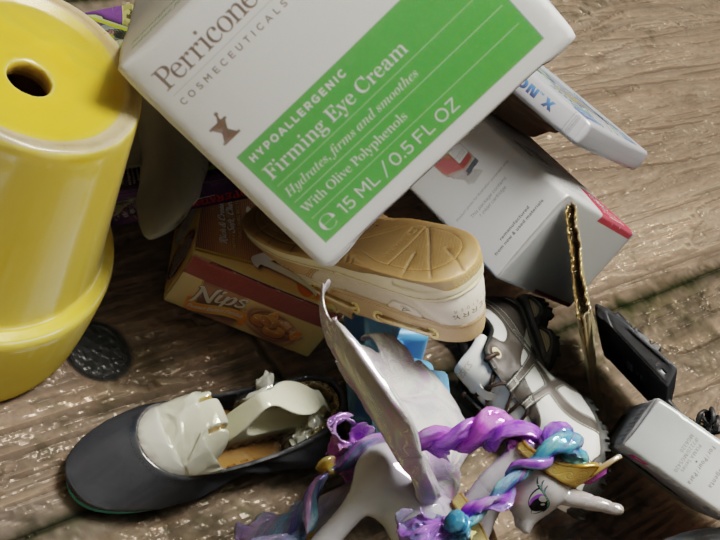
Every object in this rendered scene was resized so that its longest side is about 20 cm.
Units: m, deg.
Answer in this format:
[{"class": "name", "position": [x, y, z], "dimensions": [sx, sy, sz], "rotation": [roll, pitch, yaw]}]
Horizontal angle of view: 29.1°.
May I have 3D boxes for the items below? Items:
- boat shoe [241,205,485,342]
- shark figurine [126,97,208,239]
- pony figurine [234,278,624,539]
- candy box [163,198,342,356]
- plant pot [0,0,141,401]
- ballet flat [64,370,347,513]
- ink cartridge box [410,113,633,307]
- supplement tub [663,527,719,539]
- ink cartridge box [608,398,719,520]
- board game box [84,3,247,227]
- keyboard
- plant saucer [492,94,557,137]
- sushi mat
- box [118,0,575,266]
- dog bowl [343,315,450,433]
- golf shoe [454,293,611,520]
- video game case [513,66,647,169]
[{"class": "boat shoe", "position": [0.000, 0.000, 0.888], "dimensions": [0.074, 0.069, 0.200], "rotation": [-37, 37, -27]}, {"class": "shark figurine", "position": [-0.155, -0.126, 0.921], "dimensions": [0.128, 0.090, 0.214], "rotation": [-35, 59, -26]}, {"class": "pony figurine", "position": [0.022, 0.120, 0.777], "dimensions": [0.193, 0.200, 0.166], "rotation": [46, 7, 20]}, {"class": "candy box", "position": [-0.071, -0.045, 1.012], "dimensions": [0.115, 0.055, 0.200], "rotation": [23, 42, -20]}, {"class": "plant pot", "position": [-0.221, -0.054, 0.796], "dimensions": [0.200, 0.189, 0.201], "rotation": [21, 43, -22]}, {"class": "ballet flat", "position": [-0.086, 0.098, 0.855], "dimensions": [0.199, 0.073, 0.073], "rotation": [-5, 57, -41]}, {"class": "ink cartridge box", "position": [0.099, -0.075, 1.092], "dimensions": [0.200, 0.083, 0.145], "rotation": [48, 16, 29]}, {"class": "supplement tub", "position": [0.246, 0.280, 0.903], "dimensions": [0.122, 0.123, 0.201], "rotation": [15, 45, -28]}, {"class": "ink cartridge box", "position": [0.260, 0.158, 0.983], "dimensions": [0.173, 0.044, 0.200], "rotation": [36, -3, 9]}, {"class": "board game box", "position": [-0.152, -0.118, 0.985], "dimensions": [0.120, 0.032, 0.200], "rotation": [-9, 50, -11]}, {"class": "keyboard", "position": [0.223, 0.084, 1.030], "dimensions": [0.127, 0.021, 0.200], "rotation": [49, 1, 16]}, {"class": "plant saucer", "position": [0.084, -0.170, 1.117], "dimensions": [0.200, 0.030, 0.200], "rotation": [36, 14, -10]}, {"class": "sushi mat", "position": [0.169, 0.038, 1.040], "dimensions": [0.012, 0.200, 0.096], "rotation": [-8, 61, 10]}, {"class": "box", "position": [-0.014, -0.153, 0.830], "dimensions": [0.171, 0.199, 0.200], "rotation": [43, 12, -19]}, {"class": "dog bowl", "position": [0.021, 0.072, 0.937], "dimensions": [0.049, 0.112, 0.201], "rotation": [2, 49, -8]}, {"class": "golf shoe", "position": [0.113, 0.097, 1.016], "dimensions": [0.094, 0.078, 0.200], "rotation": [10, 37, -27]}, {"class": "video game case", "position": [0.128, -0.149, 1.060], "dimensions": [0.182, 0.022, 0.200], "rotation": [44, 15, 18]}]
